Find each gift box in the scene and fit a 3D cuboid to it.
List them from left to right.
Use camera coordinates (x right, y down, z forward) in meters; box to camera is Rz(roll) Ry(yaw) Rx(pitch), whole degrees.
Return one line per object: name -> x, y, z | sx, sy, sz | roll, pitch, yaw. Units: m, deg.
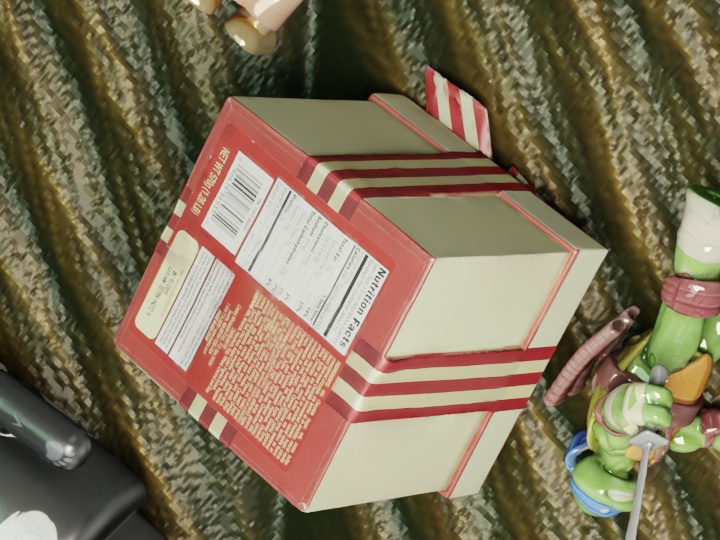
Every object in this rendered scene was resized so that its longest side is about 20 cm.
gift box -> 0.000, 0.000, 1.519 | 0.200, 0.186, 0.185 | 45, 116, 28

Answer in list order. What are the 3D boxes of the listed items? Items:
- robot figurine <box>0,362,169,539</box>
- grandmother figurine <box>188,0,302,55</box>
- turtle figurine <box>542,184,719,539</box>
robot figurine -> -0.204, 0.134, 1.654 | 0.200, 0.125, 0.151 | 38, 101, 10
grandmother figurine -> -0.017, -0.215, 1.549 | 0.121, 0.061, 0.200 | 38, 111, -20
turtle figurine -> 0.193, 0.066, 1.480 | 0.143, 0.200, 0.195 | 16, 105, -19
